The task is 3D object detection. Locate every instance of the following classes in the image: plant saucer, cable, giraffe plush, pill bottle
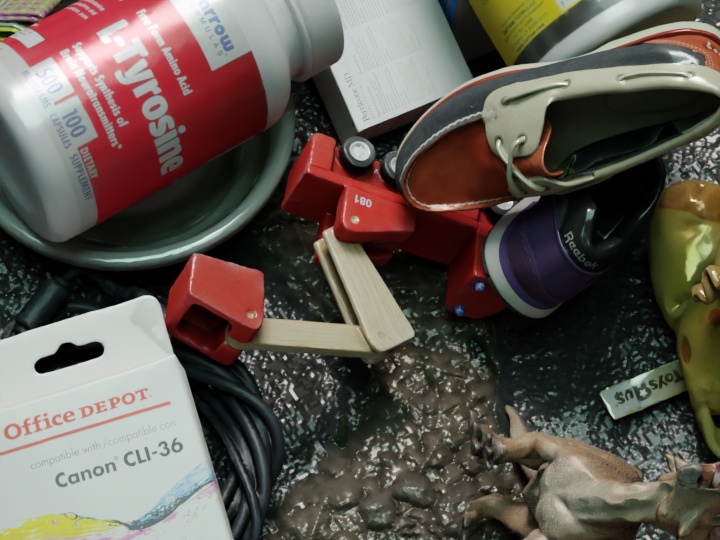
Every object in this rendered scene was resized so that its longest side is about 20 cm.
[{"bbox_3d":[-0.138,-0.078,1.201,0.198,0.050,0.201,1,60,-2],"label":"plant saucer"},{"bbox_3d":[-0.137,0.095,1.098,0.200,0.051,0.163,41,66,19],"label":"cable"},{"bbox_3d":[0.230,0.000,1.095,0.200,0.162,0.173,-37,76,-20],"label":"giraffe plush"},{"bbox_3d":[-0.112,-0.109,1.126,0.199,0.113,0.112,-31,65,-19],"label":"pill bottle"},{"bbox_3d":[0.097,-0.202,1.154,0.114,0.114,0.201,-25,76,-17],"label":"pill bottle"}]

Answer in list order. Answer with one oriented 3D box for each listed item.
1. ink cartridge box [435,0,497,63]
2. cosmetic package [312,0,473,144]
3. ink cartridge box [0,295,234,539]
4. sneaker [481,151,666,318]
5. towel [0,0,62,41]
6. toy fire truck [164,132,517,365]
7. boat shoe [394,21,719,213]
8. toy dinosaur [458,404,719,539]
[{"bbox_3d":[0.071,-0.247,1.290,0.145,0.084,0.201,-25,65,-16],"label":"ink cartridge box"},{"bbox_3d":[-0.011,-0.183,1.231,0.082,0.051,0.201,-22,85,-17],"label":"cosmetic package"},{"bbox_3d":[-0.130,0.118,1.031,0.116,0.068,0.201,-17,82,-5],"label":"ink cartridge box"},{"bbox_3d":[0.149,-0.055,1.155,0.076,0.087,0.200,44,48,-14],"label":"sneaker"},{"bbox_3d":[-0.262,-0.161,1.204,0.198,0.023,0.144,-1,25,11],"label":"towel"},{"bbox_3d":[0.000,0.000,1.129,0.199,0.049,0.142,18,57,-14],"label":"toy fire truck"},{"bbox_3d":[0.106,-0.073,1.079,0.199,0.071,0.063,-19,30,20],"label":"boat shoe"},{"bbox_3d":[0.126,0.121,1.057,0.134,0.200,0.087,0,97,-7],"label":"toy dinosaur"}]
